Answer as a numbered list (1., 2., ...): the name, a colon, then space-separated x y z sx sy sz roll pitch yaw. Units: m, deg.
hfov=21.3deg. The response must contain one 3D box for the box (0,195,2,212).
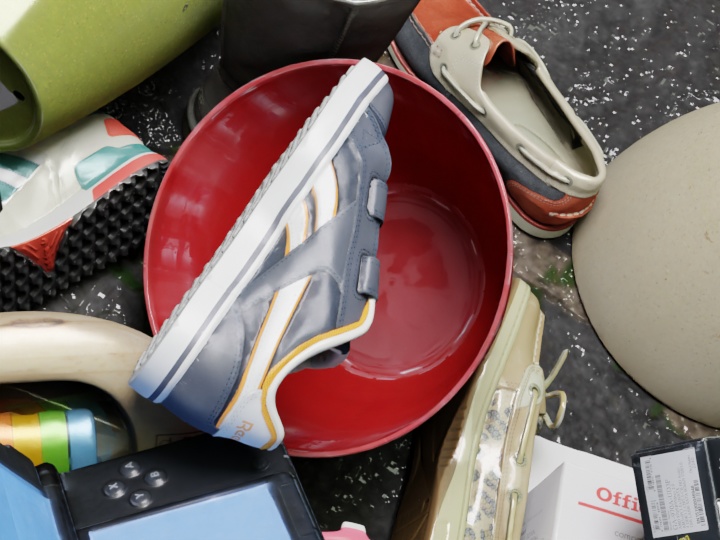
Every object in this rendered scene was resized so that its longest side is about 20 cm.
1. box: -0.276 -0.108 0.912 0.200 0.164 0.086 32 54 26

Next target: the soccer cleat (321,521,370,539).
1. soccer cleat: -0.082 0.162 0.880 0.200 0.067 0.076 -6 39 2

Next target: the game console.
1. game console: -0.093 0.119 0.793 0.172 0.119 0.200 -15 43 -12

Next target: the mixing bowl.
1. mixing bowl: 0.000 0.000 0.996 0.200 0.108 0.200 -4 81 22

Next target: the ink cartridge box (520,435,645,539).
1. ink cartridge box: 0.136 0.178 1.000 0.115 0.068 0.200 19 58 -12

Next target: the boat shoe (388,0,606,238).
1. boat shoe: 0.079 -0.114 1.139 0.071 0.063 0.200 -23 72 -26

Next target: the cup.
1. cup: 0.241 -0.025 1.103 0.200 0.143 0.200 9 60 -15

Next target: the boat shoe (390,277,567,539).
1. boat shoe: 0.067 0.099 1.020 0.063 0.073 0.200 25 65 -14

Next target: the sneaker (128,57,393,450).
1. sneaker: -0.025 -0.005 0.901 0.079 0.078 0.200 34 68 -6

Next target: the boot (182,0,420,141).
1. boot: 0.000 -0.116 1.028 0.182 0.200 0.073 2 60 -20

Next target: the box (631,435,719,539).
1. box: 0.222 0.162 0.982 0.200 0.046 0.159 2 76 -50

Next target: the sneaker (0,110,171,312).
1. sneaker: -0.198 -0.028 0.999 0.200 0.070 0.093 -30 58 -28

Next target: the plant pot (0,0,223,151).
1. plant pot: -0.155 -0.160 0.997 0.187 0.187 0.200 32 54 -2

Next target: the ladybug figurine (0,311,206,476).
1. ladybug figurine: -0.163 0.081 0.923 0.200 0.072 0.136 1 104 -17
